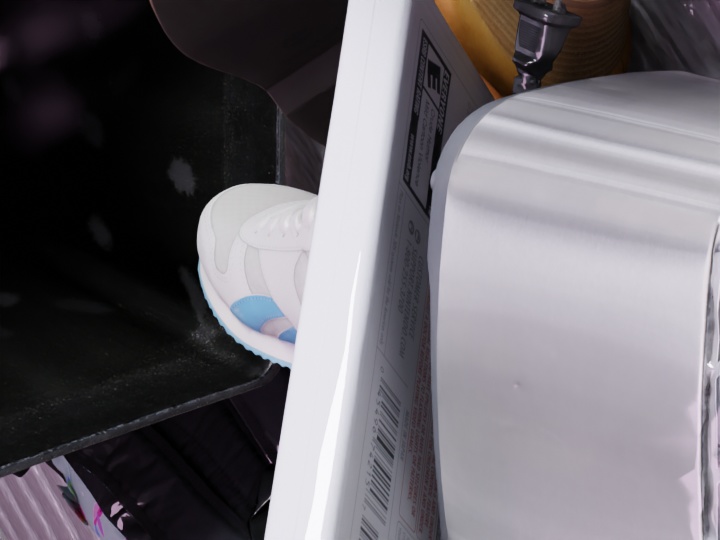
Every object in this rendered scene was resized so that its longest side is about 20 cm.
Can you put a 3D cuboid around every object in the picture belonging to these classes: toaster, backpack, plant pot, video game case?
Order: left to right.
[{"bbox_3d":[-0.160,-0.049,1.157,0.177,0.200,0.200,25,122,44],"label":"plant pot"},{"bbox_3d":[-0.053,0.089,1.338,0.127,0.167,0.200,40,-176,-48],"label":"backpack"},{"bbox_3d":[0.027,0.045,0.825,0.182,0.023,0.200,53,-143,-50],"label":"video game case"},{"bbox_3d":[0.095,0.028,0.735,0.129,0.114,0.200,14,109,52],"label":"toaster"}]

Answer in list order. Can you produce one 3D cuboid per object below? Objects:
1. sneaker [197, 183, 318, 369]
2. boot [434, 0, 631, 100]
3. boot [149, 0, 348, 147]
[{"bbox_3d":[0.000,0.000,1.061,0.200,0.076,0.081,34,137,52],"label":"sneaker"},{"bbox_3d":[0.010,-0.122,0.881,0.201,0.071,0.144,54,163,13],"label":"boot"},{"bbox_3d":[-0.034,-0.112,0.981,0.076,0.074,0.200,67,-171,27],"label":"boot"}]
